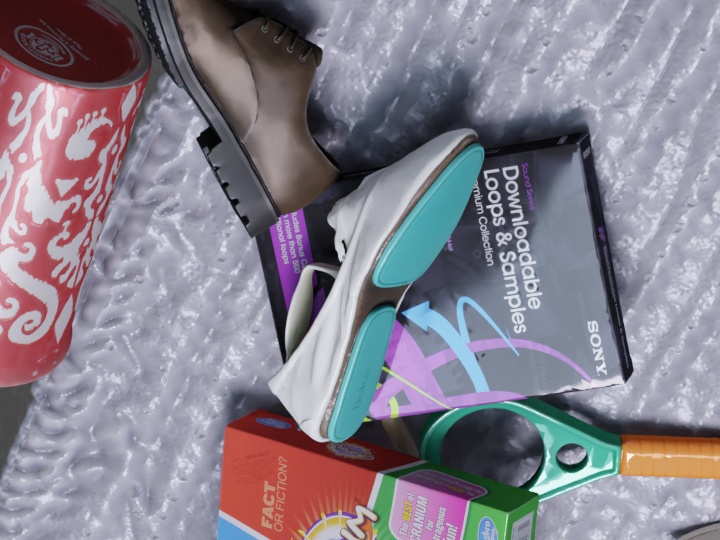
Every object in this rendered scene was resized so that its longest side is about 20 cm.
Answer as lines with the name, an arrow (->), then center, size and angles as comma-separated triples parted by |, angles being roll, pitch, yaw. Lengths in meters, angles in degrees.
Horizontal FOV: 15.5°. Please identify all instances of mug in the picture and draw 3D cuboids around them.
mug -> -0.217, -0.060, 1.478 | 0.177, 0.134, 0.201 | 21, 123, -7

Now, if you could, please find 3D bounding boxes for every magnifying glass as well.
magnifying glass -> 0.134, 0.111, 1.584 | 0.199, 0.022, 0.080 | 1, 114, -2

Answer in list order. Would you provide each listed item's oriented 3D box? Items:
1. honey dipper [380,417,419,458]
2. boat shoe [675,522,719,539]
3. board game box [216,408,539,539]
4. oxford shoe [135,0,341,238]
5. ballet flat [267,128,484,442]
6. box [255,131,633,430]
honey dipper -> 0.032, 0.117, 1.618 | 0.038, 0.038, 0.201 | -14, 126, 19
boat shoe -> 0.283, 0.194, 1.603 | 0.199, 0.072, 0.060 | -1, 139, 17
board game box -> 0.005, 0.183, 1.588 | 0.199, 0.040, 0.154 | 14, 109, 29
oxford shoe -> -0.070, -0.123, 1.453 | 0.084, 0.073, 0.201 | -27, 116, -2
ballet flat -> 0.000, 0.000, 1.469 | 0.069, 0.069, 0.201 | 22, 109, -6
box -> 0.046, 0.008, 1.506 | 0.199, 0.036, 0.144 | -10, 101, 15
